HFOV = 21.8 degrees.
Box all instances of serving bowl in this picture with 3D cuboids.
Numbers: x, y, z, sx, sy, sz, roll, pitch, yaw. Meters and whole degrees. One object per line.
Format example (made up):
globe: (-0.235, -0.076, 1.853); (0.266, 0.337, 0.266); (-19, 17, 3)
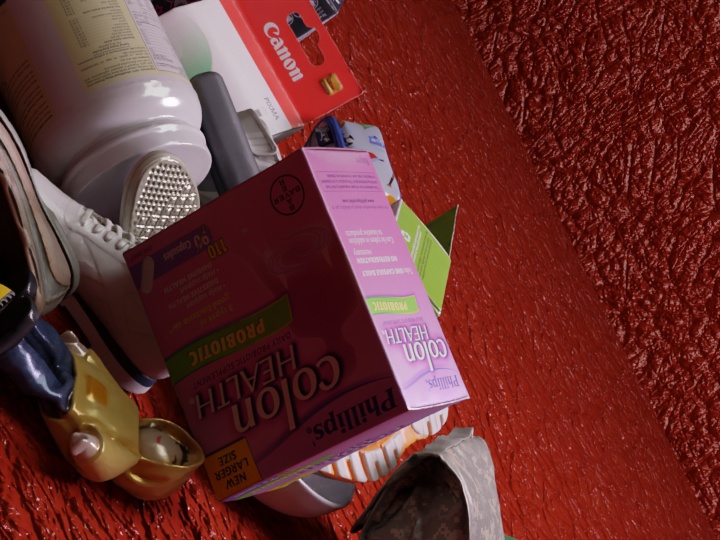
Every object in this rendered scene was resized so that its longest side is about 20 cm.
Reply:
serving bowl: (-0.085, 0.123, 1.554); (0.200, 0.066, 0.200); (52, 15, -20)

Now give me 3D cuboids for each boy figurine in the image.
boy figurine: (-0.184, 0.095, 1.280); (0.200, 0.064, 0.124); (48, 13, -28)

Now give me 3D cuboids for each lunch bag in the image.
lunch bag: (-0.032, -0.045, 1.839); (0.075, 0.200, 0.160); (12, 38, -21)
lunch bag: (0.061, 0.236, 1.578); (0.164, 0.117, 0.201); (-1, 94, -74)

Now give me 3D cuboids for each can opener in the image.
can opener: (-0.115, -0.064, 1.545); (0.053, 0.067, 0.200); (124, -54, -67)

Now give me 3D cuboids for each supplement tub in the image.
supplement tub: (-0.216, -0.150, 1.519); (0.200, 0.145, 0.145); (63, 15, 19)

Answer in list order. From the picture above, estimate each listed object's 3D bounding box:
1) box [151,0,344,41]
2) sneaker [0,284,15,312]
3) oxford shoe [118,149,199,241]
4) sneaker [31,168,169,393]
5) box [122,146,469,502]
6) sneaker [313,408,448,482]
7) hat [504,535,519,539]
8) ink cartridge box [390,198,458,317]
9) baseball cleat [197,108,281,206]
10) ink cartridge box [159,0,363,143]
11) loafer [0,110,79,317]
box: (-0.133, -0.275, 1.956); (0.132, 0.200, 0.115); (56, 13, -12)
sneaker: (-0.283, 0.020, 1.117); (0.090, 0.070, 0.200); (43, 14, 2)
oxford shoe: (-0.167, -0.031, 1.500); (0.058, 0.075, 0.200); (48, -21, 27)
sneaker: (-0.194, -0.005, 1.424); (0.200, 0.080, 0.076); (53, 16, -13)
box: (-0.049, 0.039, 1.348); (0.097, 0.176, 0.200); (-5, 70, -60)
sneaker: (-0.003, 0.129, 1.553); (0.200, 0.077, 0.078); (-14, 97, -57)
hat: (0.111, 0.367, 1.817); (0.200, 0.176, 0.166); (2, 50, -27)
ink cartridge box: (0.000, 0.000, 1.612); (0.076, 0.148, 0.200); (49, 24, -18)
baseball cleat: (-0.147, -0.107, 1.620); (0.200, 0.107, 0.070); (29, -12, 2)
ink cartridge box: (-0.121, -0.197, 1.839); (0.161, 0.200, 0.050); (60, -3, 10)
loafer: (-0.267, -0.056, 1.313); (0.200, 0.072, 0.063); (58, 21, -12)
